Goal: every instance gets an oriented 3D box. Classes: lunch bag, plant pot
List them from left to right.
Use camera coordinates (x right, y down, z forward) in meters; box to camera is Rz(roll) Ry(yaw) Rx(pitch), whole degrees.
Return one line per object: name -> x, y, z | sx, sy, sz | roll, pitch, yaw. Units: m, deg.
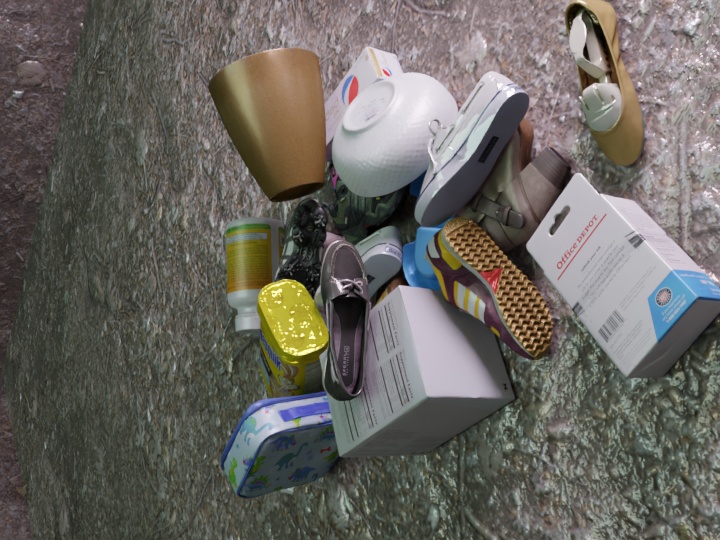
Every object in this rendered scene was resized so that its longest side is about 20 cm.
plant pot -> -0.127, -0.220, 1.267 | 0.185, 0.184, 0.203 | -23, 83, 51
lunch bag -> -0.110, 0.268, 1.250 | 0.083, 0.198, 0.162 | 51, 128, 34

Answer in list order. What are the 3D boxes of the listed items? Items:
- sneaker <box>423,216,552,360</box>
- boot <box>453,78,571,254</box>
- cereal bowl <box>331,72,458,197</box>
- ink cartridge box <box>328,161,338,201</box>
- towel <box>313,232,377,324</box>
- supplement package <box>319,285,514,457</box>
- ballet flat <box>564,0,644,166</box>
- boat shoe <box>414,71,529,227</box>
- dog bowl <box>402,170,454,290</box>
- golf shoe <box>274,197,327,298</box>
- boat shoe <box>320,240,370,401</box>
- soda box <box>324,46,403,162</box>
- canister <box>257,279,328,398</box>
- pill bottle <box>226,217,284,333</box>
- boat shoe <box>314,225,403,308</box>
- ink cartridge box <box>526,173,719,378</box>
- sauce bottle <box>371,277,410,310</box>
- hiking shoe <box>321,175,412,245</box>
sneaker -> 0.158, 0.031, 0.988 | 0.201, 0.074, 0.090 | 56, 149, 11
boot -> 0.167, -0.125, 1.003 | 0.147, 0.070, 0.201 | -49, 58, 23
cereal bowl -> 0.035, -0.207, 1.124 | 0.198, 0.083, 0.202 | -27, 39, 24
ink cartridge box -> 0.021, -0.179, 1.260 | 0.200, 0.037, 0.096 | -39, 56, 43
towel -> -0.042, 0.039, 1.325 | 0.199, 0.032, 0.194 | 17, 100, 53
supplement package -> 0.069, 0.140, 1.054 | 0.200, 0.150, 0.153 | -43, 51, 42
ballet flat -> 0.266, -0.214, 0.894 | 0.068, 0.062, 0.203 | -29, 64, 49
boat shoe -> 0.115, -0.153, 0.967 | 0.086, 0.074, 0.203 | 51, 121, 35
dog bowl -> 0.116, -0.066, 1.100 | 0.111, 0.049, 0.204 | 9, 94, 54
golf shoe -> -0.099, -0.028, 1.341 | 0.095, 0.077, 0.203 | -104, 31, -64
boat shoe -> -0.014, 0.062, 0.996 | 0.057, 0.066, 0.204 | 174, 97, -66
soda box -> -0.009, -0.262, 1.285 | 0.200, 0.063, 0.069 | -46, 51, 41
canister -> -0.115, 0.137, 1.311 | 0.149, 0.085, 0.202 | 58, 155, 34
pill bottle -> -0.193, 0.012, 1.470 | 0.110, 0.110, 0.204 | -16, 73, 52
boat shoe -> 0.000, 0.000, 1.208 | 0.199, 0.073, 0.066 | -33, 38, 43
ink cartridge box -> 0.278, 0.002, 0.850 | 0.117, 0.067, 0.201 | -59, 44, 31
sauce bottle -> 0.027, 0.101, 1.191 | 0.201, 0.065, 0.066 | -58, 44, 31
hiking shoe -> 0.008, -0.118, 1.200 | 0.101, 0.076, 0.200 | 44, 135, -3
